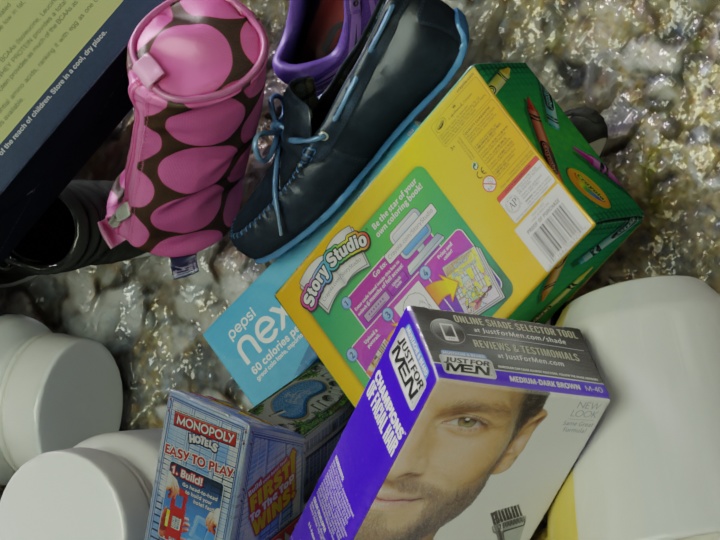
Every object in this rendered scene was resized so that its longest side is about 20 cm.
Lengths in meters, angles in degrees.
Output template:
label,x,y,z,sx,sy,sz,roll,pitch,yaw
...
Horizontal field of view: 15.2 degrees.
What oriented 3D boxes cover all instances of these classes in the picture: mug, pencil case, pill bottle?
label,x,y,z,sx,sy,sz,roll,pitch,yaw
mug,0.149,0.091,1.515,0.185,0.149,0.154,-10,75,3
pencil case,-0.109,-0.083,1.637,0.200,0.093,0.091,104,145,-58
pill bottle,-0.263,0.080,1.777,0.199,0.113,0.114,6,92,31
pill bottle,-0.124,0.153,1.644,0.113,0.200,0.114,0,90,30

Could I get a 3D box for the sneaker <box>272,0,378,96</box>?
label,x,y,z,sx,sy,sz,roll,pitch,yaw
sneaker,0.008,-0.193,1.639,0.080,0.083,0.201,29,103,27

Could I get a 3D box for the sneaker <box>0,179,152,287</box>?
label,x,y,z,sx,sy,sz,roll,pitch,yaw
sneaker,-0.230,-0.027,1.768,0.199,0.099,0.071,-7,88,31

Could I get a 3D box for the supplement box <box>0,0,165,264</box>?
label,x,y,z,sx,sy,sz,roll,pitch,yaw
supplement box,-0.254,-0.132,1.641,0.199,0.134,0.200,38,76,5

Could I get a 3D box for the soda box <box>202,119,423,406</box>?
label,x,y,z,sx,sy,sz,roll,pitch,yaw
soda box,0.000,0.000,1.653,0.200,0.064,0.068,-45,68,23

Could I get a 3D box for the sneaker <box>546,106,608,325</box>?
label,x,y,z,sx,sy,sz,roll,pitch,yaw
sneaker,0.101,-0.005,1.589,0.080,0.074,0.201,40,119,24

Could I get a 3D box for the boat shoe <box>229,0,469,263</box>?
label,x,y,z,sx,sy,sz,roll,pitch,yaw
boat shoe,-0.020,-0.094,1.616,0.068,0.084,0.200,34,106,-21

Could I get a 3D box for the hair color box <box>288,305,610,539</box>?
label,x,y,z,sx,sy,sz,roll,pitch,yaw
hair color box,0.043,0.117,1.488,0.201,0.109,0.065,-65,30,32

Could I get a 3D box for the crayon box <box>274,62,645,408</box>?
label,x,y,z,sx,sy,sz,roll,pitch,yaw
crayon box,0.053,-0.007,1.537,0.200,0.058,0.119,-48,67,29

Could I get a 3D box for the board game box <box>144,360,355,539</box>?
label,x,y,z,sx,sy,sz,roll,pitch,yaw
board game box,-0.058,0.143,1.570,0.061,0.200,0.201,21,125,28
